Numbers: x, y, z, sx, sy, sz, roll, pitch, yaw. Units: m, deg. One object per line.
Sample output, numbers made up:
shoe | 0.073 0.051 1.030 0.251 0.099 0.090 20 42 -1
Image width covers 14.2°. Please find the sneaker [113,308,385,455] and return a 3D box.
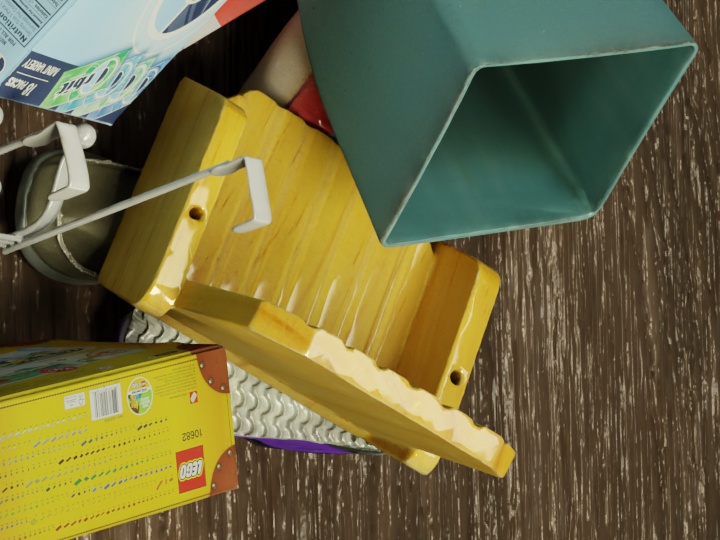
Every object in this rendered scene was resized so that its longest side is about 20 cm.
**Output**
sneaker | -0.060 0.069 1.625 0.200 0.099 0.070 16 75 -28

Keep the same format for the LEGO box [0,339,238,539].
LEGO box | -0.181 0.087 1.418 0.200 0.149 0.077 -13 99 -51

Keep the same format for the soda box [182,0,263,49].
soda box | -0.097 -0.169 1.596 0.200 0.068 0.064 -37 118 -47

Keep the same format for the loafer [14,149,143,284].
loafer | -0.108 -0.022 1.577 0.200 0.070 0.075 13 79 -51

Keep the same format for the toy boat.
toy boat | 0.025 -0.121 1.675 0.131 0.131 0.200 38 53 -2

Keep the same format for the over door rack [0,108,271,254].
over door rack | -0.162 -0.052 1.404 0.148 0.200 0.067 8 81 -51

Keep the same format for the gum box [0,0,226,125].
gum box | -0.093 -0.161 1.377 0.045 0.200 0.170 46 9 11

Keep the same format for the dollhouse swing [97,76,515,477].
dollhouse swing | 0.000 0.000 1.504 0.200 0.176 0.182 32 66 -27

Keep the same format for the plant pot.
plant pot | 0.051 -0.140 1.534 0.141 0.141 0.200 -9 55 -31
